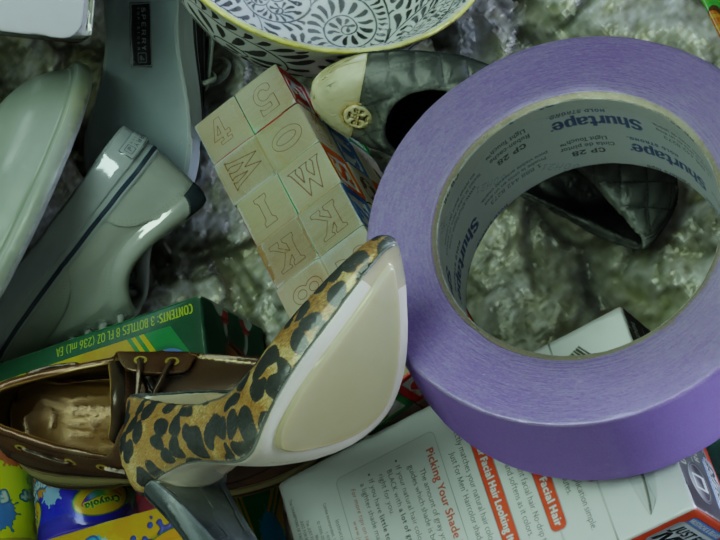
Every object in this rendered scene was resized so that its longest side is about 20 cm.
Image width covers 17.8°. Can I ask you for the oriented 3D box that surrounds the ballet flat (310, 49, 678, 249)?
[{"bbox_3d":[0.068,-0.066,1.184,0.199,0.067,0.057,17,49,6],"label":"ballet flat"}]

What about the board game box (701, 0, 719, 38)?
[{"bbox_3d":[0.288,-0.094,1.029,0.199,0.200,0.201,-30,60,17],"label":"board game box"}]

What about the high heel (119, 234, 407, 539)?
[{"bbox_3d":[-0.053,0.041,1.068,0.143,0.071,0.201,49,122,42],"label":"high heel"}]

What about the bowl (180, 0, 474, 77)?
[{"bbox_3d":[-0.030,-0.174,1.278,0.199,0.094,0.202,6,57,-10],"label":"bowl"}]

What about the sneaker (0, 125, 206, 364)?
[{"bbox_3d":[-0.161,0.012,1.311,0.071,0.073,0.200,37,119,-4],"label":"sneaker"}]

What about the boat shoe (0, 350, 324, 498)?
[{"bbox_3d":[-0.105,0.076,1.181,0.199,0.068,0.072,-5,69,24],"label":"boat shoe"}]

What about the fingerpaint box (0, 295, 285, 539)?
[{"bbox_3d":[-0.147,0.126,1.268,0.199,0.073,0.168,-18,65,23],"label":"fingerpaint box"}]

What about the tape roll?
[{"bbox_3d":[0.106,-0.007,1.068,0.199,0.066,0.201,-7,60,13],"label":"tape roll"}]

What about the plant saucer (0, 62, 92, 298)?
[{"bbox_3d":[-0.218,-0.036,1.309,0.201,0.050,0.200,-57,16,26],"label":"plant saucer"}]

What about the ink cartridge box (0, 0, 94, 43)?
[{"bbox_3d":[-0.221,-0.176,1.295,0.146,0.200,0.083,6,94,-9],"label":"ink cartridge box"}]

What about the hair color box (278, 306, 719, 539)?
[{"bbox_3d":[0.069,0.116,1.117,0.199,0.064,0.111,-29,59,19],"label":"hair color box"}]

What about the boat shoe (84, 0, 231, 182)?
[{"bbox_3d":[-0.117,-0.118,1.340,0.073,0.068,0.201,0,97,24],"label":"boat shoe"}]

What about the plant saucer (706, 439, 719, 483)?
[{"bbox_3d":[0.163,0.168,1.104,0.199,0.036,0.201,-10,69,26],"label":"plant saucer"}]

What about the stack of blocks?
[{"bbox_3d":[0.000,0.000,1.206,0.058,0.115,0.201,-36,59,13],"label":"stack of blocks"}]
